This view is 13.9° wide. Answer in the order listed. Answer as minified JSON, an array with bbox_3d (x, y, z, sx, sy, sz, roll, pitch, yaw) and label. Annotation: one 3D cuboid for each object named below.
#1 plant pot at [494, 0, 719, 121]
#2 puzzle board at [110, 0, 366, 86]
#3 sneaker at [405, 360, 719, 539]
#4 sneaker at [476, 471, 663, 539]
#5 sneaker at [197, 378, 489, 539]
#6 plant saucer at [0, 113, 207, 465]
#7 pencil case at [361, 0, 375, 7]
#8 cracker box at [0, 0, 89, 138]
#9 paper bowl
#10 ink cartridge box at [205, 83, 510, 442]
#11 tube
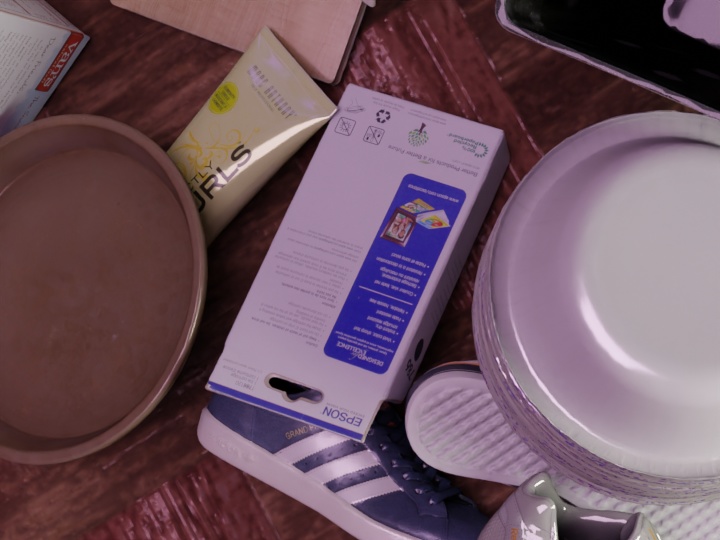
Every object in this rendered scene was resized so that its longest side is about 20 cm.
[{"bbox_3d":[0.215,-0.175,1.523,0.199,0.177,0.201,25,97,18],"label":"plant pot"},{"bbox_3d":[-0.045,-0.224,1.699,0.150,0.017,0.201,21,94,20],"label":"puzzle board"},{"bbox_3d":[0.120,0.094,1.603,0.199,0.079,0.079,21,99,-4],"label":"sneaker"},{"bbox_3d":[0.150,0.179,1.553,0.199,0.076,0.092,27,118,-6],"label":"sneaker"},{"bbox_3d":[0.005,0.096,1.637,0.199,0.075,0.085,26,101,18],"label":"sneaker"},{"bbox_3d":[-0.167,0.012,1.671,0.199,0.029,0.201,-7,75,28],"label":"plant saucer"},{"bbox_3d":[-0.027,-0.241,1.642,0.089,0.078,0.200,-39,75,-5],"label":"pencil case"},{"bbox_3d":[-0.248,-0.104,1.666,0.058,0.200,0.134,39,100,17],"label":"cracker box"},{"bbox_3d":[0.162,0.014,1.530,0.200,0.104,0.202,2,73,-6],"label":"paper bowl"},{"bbox_3d":[0.000,0.000,1.623,0.099,0.039,0.201,19,68,18],"label":"ink cartridge box"},{"bbox_3d":[-0.098,-0.043,1.687,0.058,0.052,0.200,40,103,-8],"label":"tube"}]
